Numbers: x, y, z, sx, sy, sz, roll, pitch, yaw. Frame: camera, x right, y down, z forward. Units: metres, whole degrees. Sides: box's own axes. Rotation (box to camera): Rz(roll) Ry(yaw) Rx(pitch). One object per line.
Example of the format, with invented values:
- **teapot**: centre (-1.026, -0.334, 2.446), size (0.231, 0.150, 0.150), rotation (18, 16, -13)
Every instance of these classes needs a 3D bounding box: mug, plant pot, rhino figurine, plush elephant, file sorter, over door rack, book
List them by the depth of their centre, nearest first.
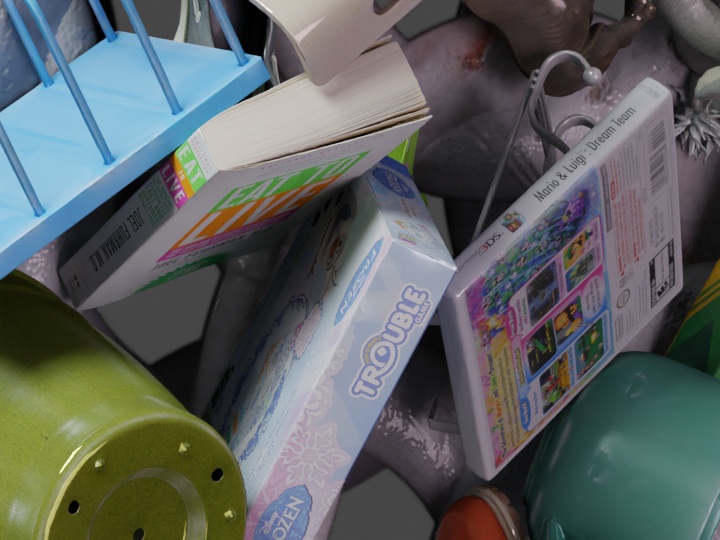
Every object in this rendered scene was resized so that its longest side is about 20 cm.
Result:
- **file sorter**: centre (-0.177, -0.101, 1.455), size (0.200, 0.139, 0.123), rotation (-38, 121, -26)
- **plant pot**: centre (-0.164, 0.112, 1.486), size (0.200, 0.193, 0.201), rotation (-12, 110, -37)
- **book**: centre (-0.067, -0.045, 1.532), size (0.133, 0.200, 0.048), rotation (-21, 80, -32)
- **rhino figurine**: centre (0.092, -0.181, 1.709), size (0.200, 0.060, 0.088), rotation (45, 71, -36)
- **over door rack**: centre (0.100, -0.008, 1.711), size (0.200, 0.066, 0.148), rotation (-58, 155, -23)
- **mug**: centre (0.164, 0.129, 1.775), size (0.152, 0.114, 0.185), rotation (-69, 168, 13)
- **plush elephant**: centre (0.266, -0.154, 1.797), size (0.164, 0.155, 0.201), rotation (1, 101, -40)

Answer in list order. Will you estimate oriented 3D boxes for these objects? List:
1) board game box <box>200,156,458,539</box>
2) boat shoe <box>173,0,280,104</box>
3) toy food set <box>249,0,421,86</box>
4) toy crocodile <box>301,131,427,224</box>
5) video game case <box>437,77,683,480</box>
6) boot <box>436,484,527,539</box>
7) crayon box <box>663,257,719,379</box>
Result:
- **board game box**: centre (-0.024, 0.048, 1.556), size (0.043, 0.199, 0.200), rotation (25, 103, -13)
- **boat shoe**: centre (-0.065, -0.161, 1.580), size (0.073, 0.062, 0.201), rotation (-5, 104, -36)
- **toy food set**: centre (-0.043, -0.197, 1.505), size (0.143, 0.200, 0.060), rotation (-42, 154, -19)
- **toy crocodile**: centre (0.000, 0.000, 1.678), size (0.062, 0.067, 0.201), rotation (-16, 116, -72)
- **video game case**: centre (0.118, 0.008, 1.677), size (0.182, 0.024, 0.200), rotation (-43, 150, -20)
- **boot**: centre (0.047, 0.231, 1.779), size (0.107, 0.075, 0.201), rotation (-2, 104, -35)
- **crayon box**: centre (0.278, 0.032, 1.894), size (0.126, 0.052, 0.200), rotation (16, 107, -41)
